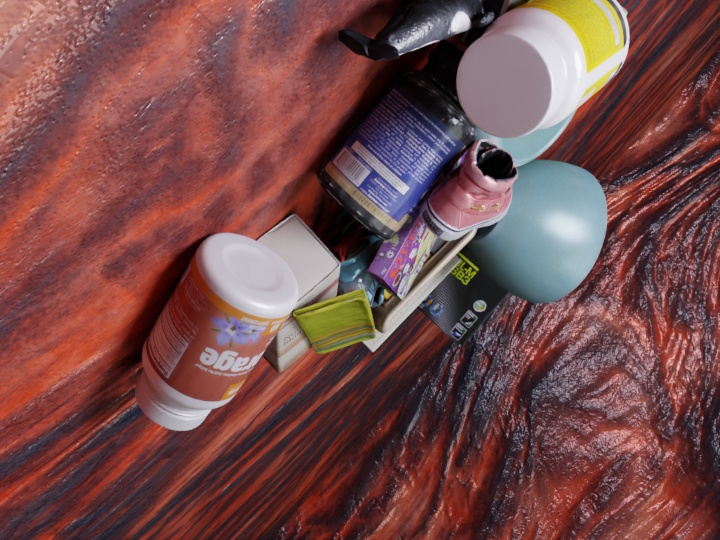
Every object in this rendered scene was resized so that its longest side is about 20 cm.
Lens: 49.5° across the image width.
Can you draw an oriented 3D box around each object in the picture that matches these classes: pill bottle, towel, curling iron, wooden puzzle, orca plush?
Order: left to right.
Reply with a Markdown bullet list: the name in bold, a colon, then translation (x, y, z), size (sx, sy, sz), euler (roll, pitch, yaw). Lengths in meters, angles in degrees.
- **pill bottle**: translation (-0.155, 0.069, 0.806), size (0.201, 0.112, 0.112), euler (-55, 163, 28)
- **towel**: translation (-0.026, 0.066, 0.939), size (0.085, 0.018, 0.200), euler (-20, 163, -2)
- **curling iron**: translation (0.028, -0.087, 1.076), size (0.050, 0.026, 0.199), euler (-51, 165, 31)
- **wooden puzzle**: translation (0.051, -0.022, 1.099), size (0.200, 0.185, 0.037), euler (-49, 121, -5)
- **pill bottle**: translation (0.053, -0.142, 0.841), size (0.200, 0.112, 0.112), euler (-49, 165, 9)
- **orca plush**: translation (0.051, -0.245, 0.715), size (0.199, 0.072, 0.105), euler (-30, -157, -36)
- **pill bottle**: translation (0.179, -0.205, 0.761), size (0.200, 0.114, 0.115), euler (-38, 164, -47)

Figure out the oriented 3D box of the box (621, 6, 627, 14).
- **box**: translation (0.245, -0.269, 1.074), size (0.200, 0.097, 0.176), euler (-43, 165, -10)

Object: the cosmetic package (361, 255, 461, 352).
- **cosmetic package**: translation (0.046, 0.015, 1.210), size (0.200, 0.104, 0.073), euler (-45, -161, -6)

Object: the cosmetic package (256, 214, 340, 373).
- **cosmetic package**: translation (-0.090, 0.035, 0.947), size (0.103, 0.087, 0.200), euler (-39, 163, -18)

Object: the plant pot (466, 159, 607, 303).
- **plant pot**: translation (0.217, -0.068, 1.077), size (0.134, 0.201, 0.201), euler (16, 124, -30)

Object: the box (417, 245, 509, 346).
- **box**: translation (0.156, -0.013, 1.285), size (0.194, 0.200, 0.047), euler (-50, 171, 19)

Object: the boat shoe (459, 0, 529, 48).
- **boat shoe**: translation (0.147, -0.291, 0.811), size (0.075, 0.062, 0.200), euler (-45, 168, -16)

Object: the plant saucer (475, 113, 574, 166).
- **plant saucer**: translation (0.215, -0.207, 0.943), size (0.199, 0.027, 0.201), euler (-30, 142, -27)

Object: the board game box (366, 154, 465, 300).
- **board game box**: translation (0.079, -0.067, 0.940), size (0.201, 0.032, 0.120), euler (-61, 157, -5)

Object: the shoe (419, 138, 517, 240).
- **shoe**: translation (0.145, -0.100, 0.875), size (0.091, 0.072, 0.200), euler (-47, 170, 34)

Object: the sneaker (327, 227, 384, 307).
- **sneaker**: translation (0.000, 0.000, 1.018), size (0.078, 0.097, 0.200), euler (-12, -168, 18)
